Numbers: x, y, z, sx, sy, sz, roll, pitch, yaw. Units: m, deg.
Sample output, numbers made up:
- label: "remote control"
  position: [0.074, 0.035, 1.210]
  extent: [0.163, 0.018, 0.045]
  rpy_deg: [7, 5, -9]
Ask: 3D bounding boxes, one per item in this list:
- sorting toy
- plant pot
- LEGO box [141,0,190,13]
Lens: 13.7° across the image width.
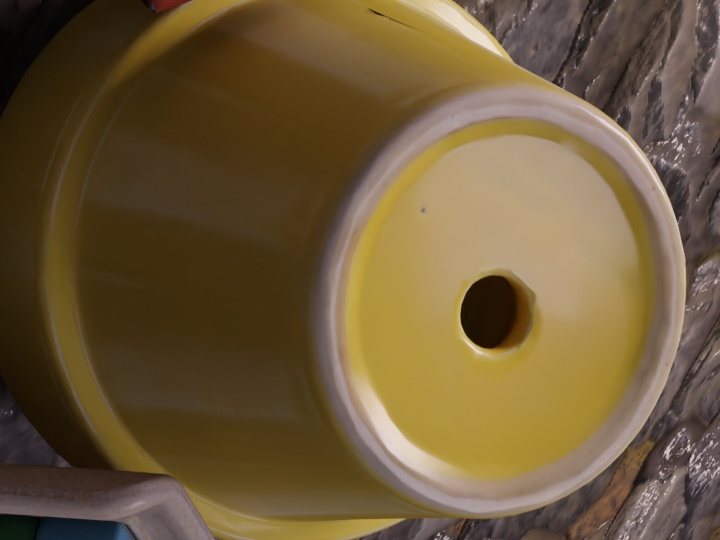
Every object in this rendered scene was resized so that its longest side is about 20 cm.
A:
- label: "sorting toy"
  position: [-0.125, 0.111, 1.006]
  extent: [0.200, 0.184, 0.037]
  rpy_deg: [61, 35, -59]
- label: "plant pot"
  position: [0.000, 0.000, 0.970]
  extent: [0.200, 0.189, 0.202]
  rpy_deg: [-4, 99, -27]
- label: "LEGO box"
  position: [-0.022, -0.198, 0.912]
  extent: [0.149, 0.077, 0.200]
  rpy_deg: [-23, 139, -19]
